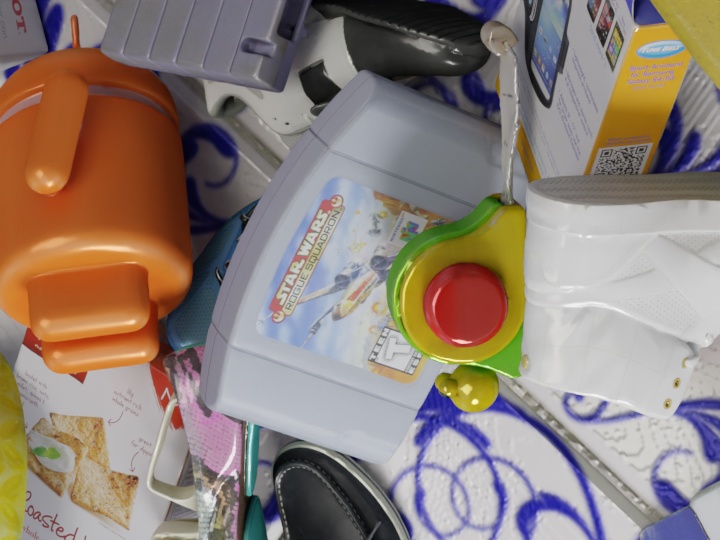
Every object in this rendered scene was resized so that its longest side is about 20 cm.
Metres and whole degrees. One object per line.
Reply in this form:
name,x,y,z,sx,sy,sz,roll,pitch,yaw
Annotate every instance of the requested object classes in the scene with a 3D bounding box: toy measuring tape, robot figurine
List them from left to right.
robot figurine,-0.155,-0.043,1.503,0.117,0.144,0.200,-30,53,33
toy measuring tape,0.047,-0.025,1.356,0.073,0.074,0.200,6,104,32

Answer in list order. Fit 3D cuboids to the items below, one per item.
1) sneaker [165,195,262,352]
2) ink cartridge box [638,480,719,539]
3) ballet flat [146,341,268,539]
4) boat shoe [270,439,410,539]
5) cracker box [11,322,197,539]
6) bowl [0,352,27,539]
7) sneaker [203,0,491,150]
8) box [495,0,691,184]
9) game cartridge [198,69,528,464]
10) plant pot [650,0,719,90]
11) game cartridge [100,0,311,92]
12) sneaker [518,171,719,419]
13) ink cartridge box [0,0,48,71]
sneaker,-0.050,-0.015,1.478,0.200,0.090,0.078,-43,75,31
ink cartridge box,0.253,0.182,1.346,0.200,0.041,0.200,-34,80,32
ballet flat,-0.085,0.131,1.505,0.071,0.069,0.200,0,112,6
boat shoe,-0.005,0.190,1.501,0.075,0.062,0.200,-25,82,36
cracker box,-0.157,0.125,1.590,0.134,0.058,0.200,30,112,25
bowl,-0.286,0.137,1.591,0.200,0.108,0.201,-25,61,57
sneaker,-0.009,-0.107,1.450,0.200,0.074,0.089,9,103,41
box,0.117,-0.114,1.304,0.200,0.041,0.119,108,152,-51
game cartridge,0.000,0.000,1.409,0.200,0.133,0.042,-63,34,13
plant pot,0.262,-0.138,1.208,0.200,0.200,0.177,-22,98,33
game cartridge,-0.064,-0.201,1.443,0.130,0.038,0.200,13,83,44
sneaker,0.166,0.014,1.299,0.074,0.200,0.116,-143,55,-64
ink cartridge box,-0.286,-0.178,1.537,0.084,0.200,0.145,-15,90,31
